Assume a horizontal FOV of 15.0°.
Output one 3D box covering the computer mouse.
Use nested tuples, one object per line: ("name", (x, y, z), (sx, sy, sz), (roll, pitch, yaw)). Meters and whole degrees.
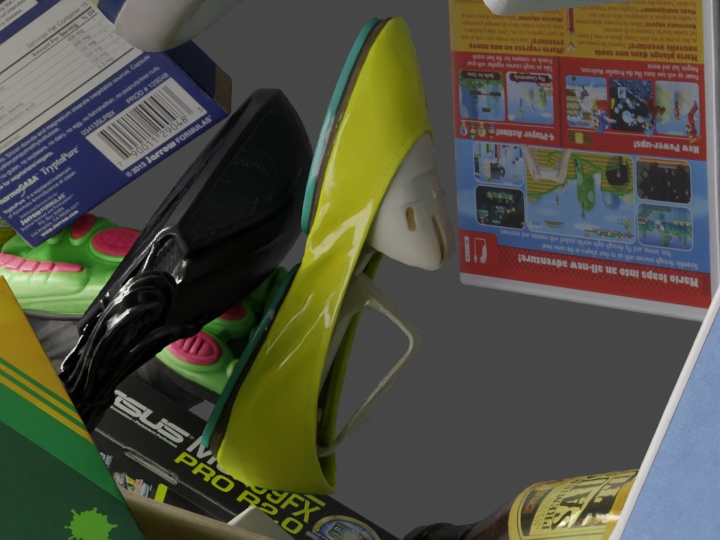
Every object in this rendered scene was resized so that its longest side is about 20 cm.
("computer mouse", (-0.069, 0.003, 1.114), (0.053, 0.200, 0.139), (38, 135, -6))

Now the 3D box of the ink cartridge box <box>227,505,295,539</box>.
("ink cartridge box", (-0.020, 0.217, 1.103), (0.200, 0.084, 0.145), (40, 127, 11))

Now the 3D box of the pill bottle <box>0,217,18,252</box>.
("pill bottle", (-0.189, -0.064, 1.283), (0.104, 0.104, 0.201), (47, 131, 34))

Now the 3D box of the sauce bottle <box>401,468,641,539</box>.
("sauce bottle", (0.086, 0.108, 1.016), (0.199, 0.066, 0.067), (-13, 88, 49))

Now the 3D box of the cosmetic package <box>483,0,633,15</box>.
("cosmetic package", (0.128, -0.188, 0.788), (0.123, 0.198, 0.200), (58, 137, 24))

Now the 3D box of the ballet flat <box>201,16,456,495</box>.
("ballet flat", (0.000, 0.000, 1.096), (0.067, 0.067, 0.201), (25, 102, 12))

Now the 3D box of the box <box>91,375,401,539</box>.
("box", (-0.079, 0.163, 1.198), (0.160, 0.044, 0.201), (30, 125, 15))

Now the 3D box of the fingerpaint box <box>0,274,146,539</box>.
("fingerpaint box", (-0.147, 0.133, 1.026), (0.167, 0.073, 0.201), (58, 147, 33))

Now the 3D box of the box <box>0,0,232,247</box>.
("box", (-0.163, -0.106, 1.163), (0.121, 0.200, 0.033), (-31, 34, 23))

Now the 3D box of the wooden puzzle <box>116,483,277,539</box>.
("wooden puzzle", (-0.030, 0.191, 1.015), (0.199, 0.046, 0.186), (18, 118, 25))

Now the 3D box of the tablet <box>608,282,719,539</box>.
("tablet", (0.152, 0.084, 0.895), (0.130, 0.014, 0.201), (26, 99, 23))

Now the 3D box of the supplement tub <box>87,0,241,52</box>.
("supplement tub", (-0.099, -0.201, 1.063), (0.200, 0.144, 0.144), (47, 136, 0))

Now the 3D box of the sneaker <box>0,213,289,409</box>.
("sneaker", (-0.085, 0.029, 1.218), (0.199, 0.077, 0.084), (19, 143, 43))

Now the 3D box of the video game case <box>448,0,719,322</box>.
("video game case", (0.084, -0.087, 1.010), (0.143, 0.017, 0.202), (9, 105, 50))
